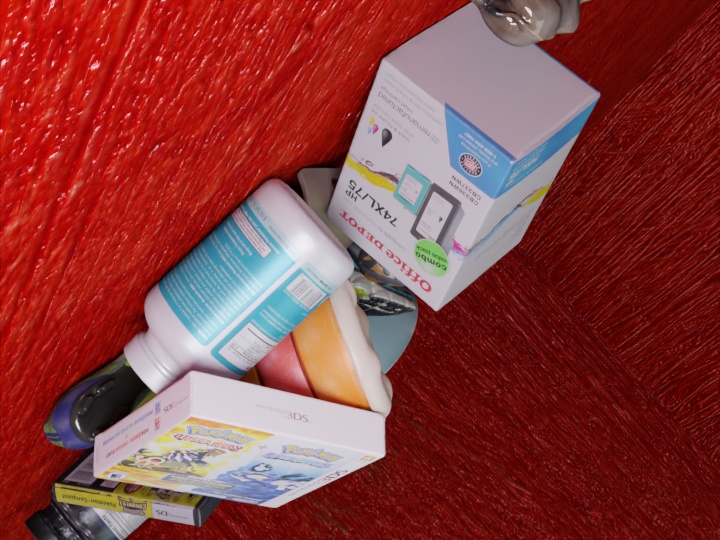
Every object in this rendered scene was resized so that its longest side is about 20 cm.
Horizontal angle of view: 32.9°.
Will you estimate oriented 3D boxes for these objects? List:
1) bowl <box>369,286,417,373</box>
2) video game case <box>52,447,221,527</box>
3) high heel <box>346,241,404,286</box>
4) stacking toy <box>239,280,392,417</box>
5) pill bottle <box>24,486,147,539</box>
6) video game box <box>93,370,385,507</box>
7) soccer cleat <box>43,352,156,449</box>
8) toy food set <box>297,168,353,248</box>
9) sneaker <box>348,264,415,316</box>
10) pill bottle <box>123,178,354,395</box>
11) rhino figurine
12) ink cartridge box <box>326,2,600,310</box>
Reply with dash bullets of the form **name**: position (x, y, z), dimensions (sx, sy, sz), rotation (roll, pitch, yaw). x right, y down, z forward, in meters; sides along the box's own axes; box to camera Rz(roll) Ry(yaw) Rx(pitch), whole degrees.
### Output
- **bowl**: position (-0.028, 0.070, 1.723), dimensions (0.200, 0.105, 0.202), rotation (-33, -148, 23)
- **video game case**: position (-0.223, 0.218, 1.396), dimensions (0.200, 0.179, 0.026), rotation (-48, 140, -62)
- **high heel**: position (0.066, -0.055, 1.309), dimensions (0.199, 0.143, 0.072), rotation (-25, 142, -25)
- **stacking toy**: position (-0.081, 0.097, 1.125), dimensions (0.199, 0.147, 0.146), rotation (-21, 174, 1)
- **pill bottle**: position (-0.314, 0.279, 1.525), dimensions (0.200, 0.112, 0.112), rotation (-40, 174, -15)
- **video game box**: position (-0.108, 0.156, 1.084), dimensions (0.199, 0.047, 0.182), rotation (17, 145, -32)
- **soccer cleat**: position (-0.229, 0.107, 1.190), dimensions (0.083, 0.065, 0.200), rotation (-17, -166, 39)
- **toy food set**: position (-0.079, -0.027, 1.211), dimensions (0.200, 0.061, 0.143), rotation (-47, 161, 24)
- **sneaker**: position (0.000, 0.000, 1.381), dimensions (0.077, 0.080, 0.200), rotation (-9, 152, 34)
- **pill bottle**: position (-0.110, 0.024, 1.056), dimensions (0.200, 0.111, 0.111), rotation (-42, 174, 3)
- **rhino figurine**: position (0.147, -0.232, 1.018), dimensions (0.060, 0.088, 0.200), rotation (-45, 173, 30)
- **ink cartridge box**: position (0.086, -0.101, 1.095), dimensions (0.146, 0.146, 0.201), rotation (-38, 160, -38)
